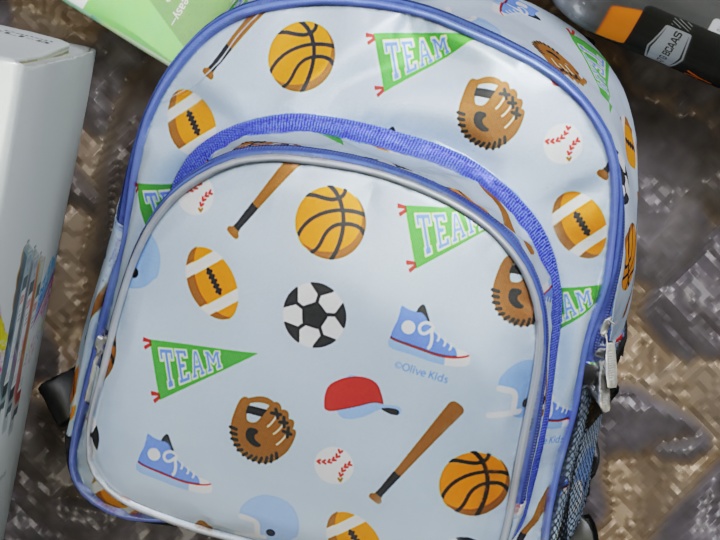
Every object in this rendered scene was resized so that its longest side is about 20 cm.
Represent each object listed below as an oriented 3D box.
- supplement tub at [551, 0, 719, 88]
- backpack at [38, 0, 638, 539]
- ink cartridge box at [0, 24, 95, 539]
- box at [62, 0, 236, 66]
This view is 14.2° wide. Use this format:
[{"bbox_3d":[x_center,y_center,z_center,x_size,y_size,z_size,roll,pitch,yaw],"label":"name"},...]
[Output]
[{"bbox_3d":[0.143,-0.112,0.921,0.199,0.123,0.123,23,97,0],"label":"supplement tub"},{"bbox_3d":[0.000,0.000,0.919,0.199,0.154,0.191,13,101,1],"label":"backpack"},{"bbox_3d":[-0.181,0.010,0.934,0.145,0.145,0.201,11,96,2],"label":"ink cartridge box"},{"bbox_3d":[-0.103,-0.176,0.967,0.200,0.036,0.145,32,97,-1],"label":"box"}]
